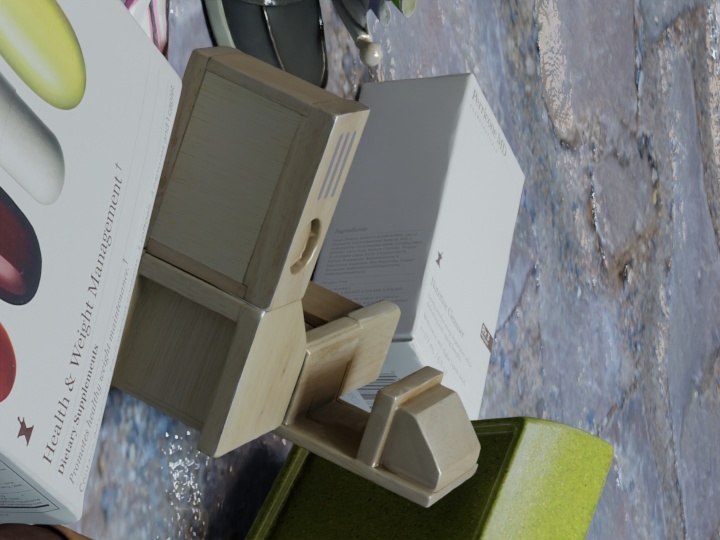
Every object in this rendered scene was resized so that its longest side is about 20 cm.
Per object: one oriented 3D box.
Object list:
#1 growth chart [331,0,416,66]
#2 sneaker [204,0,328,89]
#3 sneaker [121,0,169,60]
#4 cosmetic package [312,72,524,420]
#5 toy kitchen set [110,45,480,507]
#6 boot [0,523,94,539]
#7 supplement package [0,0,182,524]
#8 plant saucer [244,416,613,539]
[{"bbox_3d":[0.015,-0.210,1.203,0.200,0.018,0.145,115,-37,-45],"label":"growth chart"},{"bbox_3d":[-0.028,-0.174,1.197,0.075,0.106,0.201,-58,140,-52],"label":"sneaker"},{"bbox_3d":[-0.123,-0.104,1.033,0.086,0.080,0.201,57,44,-69],"label":"sneaker"},{"bbox_3d":[0.035,-0.010,1.364,0.113,0.081,0.201,56,40,-48],"label":"cosmetic package"},{"bbox_3d":[0.000,0.000,1.100,0.200,0.163,0.181,-20,133,-66],"label":"toy kitchen set"},{"bbox_3d":[-0.162,0.206,0.937,0.166,0.072,0.201,13,77,-54],"label":"boot"},{"bbox_3d":[-0.182,-0.037,0.776,0.200,0.146,0.192,52,42,-55],"label":"supplement package"},{"bbox_3d":[0.014,0.143,1.159,0.048,0.199,0.200,68,30,-29],"label":"plant saucer"}]
